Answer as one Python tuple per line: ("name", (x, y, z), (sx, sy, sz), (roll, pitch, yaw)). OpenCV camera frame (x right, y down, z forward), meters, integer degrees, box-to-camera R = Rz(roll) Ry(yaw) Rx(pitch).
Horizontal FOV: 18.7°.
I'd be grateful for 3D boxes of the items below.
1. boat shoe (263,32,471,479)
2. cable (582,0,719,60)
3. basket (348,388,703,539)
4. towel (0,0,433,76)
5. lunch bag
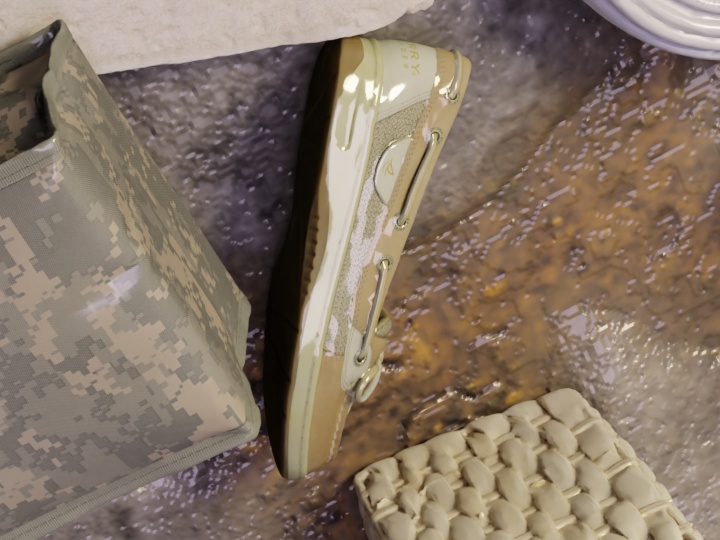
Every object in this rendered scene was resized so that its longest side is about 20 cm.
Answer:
("boat shoe", (0.000, -0.002, 0.945), (0.063, 0.073, 0.201), (6, 106, -14))
("cable", (0.158, -0.186, 0.901), (0.200, 0.069, 0.200), (-35, 119, 2))
("basket", (0.087, 0.154, 0.974), (0.135, 0.200, 0.123), (-21, 114, -5))
("towel", (-0.069, -0.149, 0.875), (0.200, 0.034, 0.133), (-9, 116, -11))
("lunch bag", (-0.164, 0.024, 0.878), (0.200, 0.118, 0.164), (-26, 123, 11))
